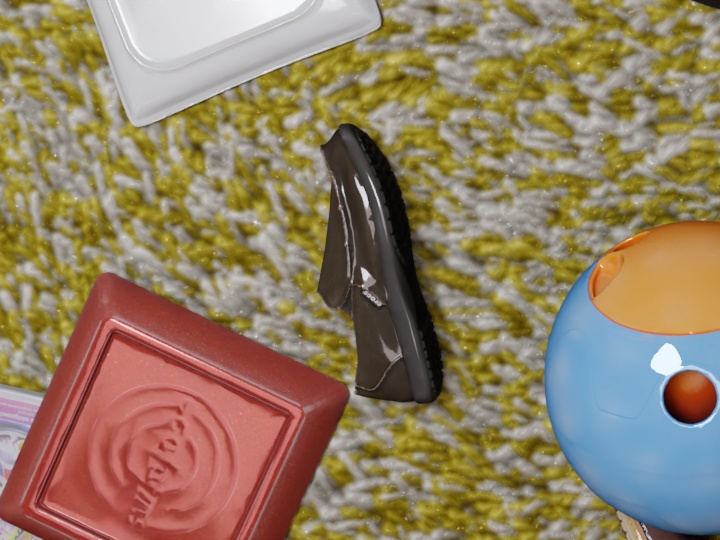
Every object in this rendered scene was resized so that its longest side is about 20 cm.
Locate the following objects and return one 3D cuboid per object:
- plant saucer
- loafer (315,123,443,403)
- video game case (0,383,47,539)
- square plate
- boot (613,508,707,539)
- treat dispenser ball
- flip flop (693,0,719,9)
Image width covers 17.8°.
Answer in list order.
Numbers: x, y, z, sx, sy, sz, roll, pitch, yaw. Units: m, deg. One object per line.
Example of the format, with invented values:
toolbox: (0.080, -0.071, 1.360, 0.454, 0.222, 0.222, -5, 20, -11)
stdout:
plant saucer: (-0.137, 0.132, 1.623, 0.199, 0.037, 0.200, 25, 99, 2)
loafer: (0.000, 0.000, 1.571, 0.071, 0.073, 0.201, -14, 93, 11)
video game case: (-0.257, 0.186, 1.676, 0.143, 0.018, 0.201, 11, 98, 10)
square plate: (-0.110, -0.226, 1.595, 0.198, 0.028, 0.201, -21, 91, 13)
boot: (0.283, 0.196, 1.546, 0.166, 0.072, 0.200, -35, 87, 1)
treat dispenser ball: (0.217, 0.068, 1.466, 0.200, 0.201, 0.202, 1, 96, 12)
flip flop: (0.282, -0.189, 1.496, 0.199, 0.081, 0.058, 18, 85, 15)
